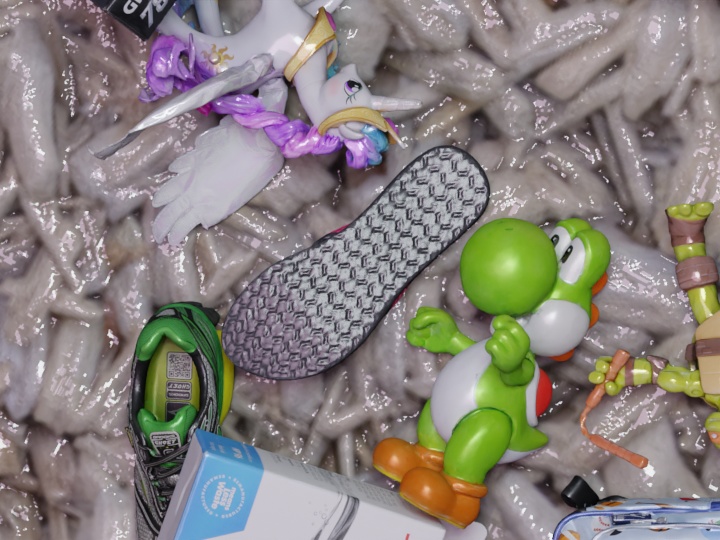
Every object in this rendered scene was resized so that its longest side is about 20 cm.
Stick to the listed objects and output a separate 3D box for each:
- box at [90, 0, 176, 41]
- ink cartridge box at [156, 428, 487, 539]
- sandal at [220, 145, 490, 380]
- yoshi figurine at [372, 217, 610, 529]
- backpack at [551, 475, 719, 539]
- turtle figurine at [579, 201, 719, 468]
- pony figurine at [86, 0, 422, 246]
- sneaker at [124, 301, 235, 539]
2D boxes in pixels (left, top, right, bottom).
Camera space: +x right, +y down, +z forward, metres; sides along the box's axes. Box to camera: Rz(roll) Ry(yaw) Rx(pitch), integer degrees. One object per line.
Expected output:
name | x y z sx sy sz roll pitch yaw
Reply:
box | -0.138 -0.270 1.641 0.199 0.050 0.200 -54 48 4
ink cartridge box | -0.024 0.186 1.631 0.199 0.068 0.117 18 96 -11
sandal | 0.000 0.000 1.677 0.200 0.045 0.075 -39 88 -4
yoshi figurine | 0.073 0.048 1.625 0.112 0.112 0.201 32 95 18
backpack | 0.213 0.217 1.576 0.189 0.154 0.202 -5 86 3
turtle figurine | 0.234 0.041 1.606 0.199 0.064 0.163 -1 83 22
pony figurine | -0.078 -0.125 1.648 0.192 0.167 0.201 -27 69 5
sneaker | -0.119 0.122 1.680 0.077 0.085 0.202 -6 90 13
